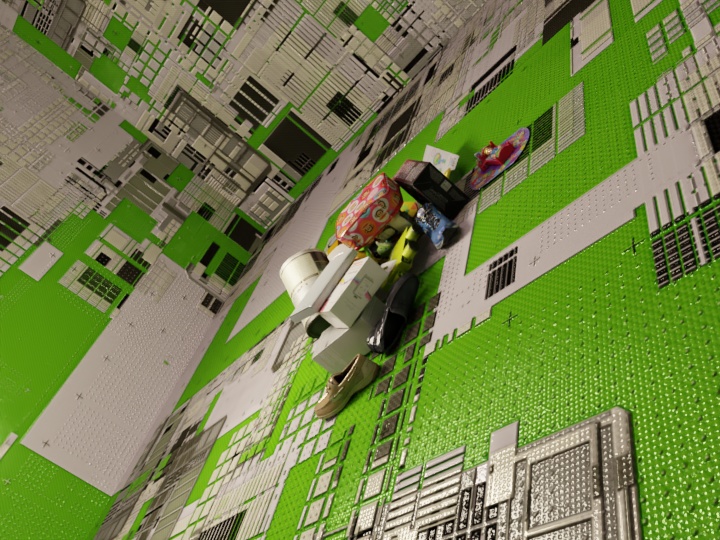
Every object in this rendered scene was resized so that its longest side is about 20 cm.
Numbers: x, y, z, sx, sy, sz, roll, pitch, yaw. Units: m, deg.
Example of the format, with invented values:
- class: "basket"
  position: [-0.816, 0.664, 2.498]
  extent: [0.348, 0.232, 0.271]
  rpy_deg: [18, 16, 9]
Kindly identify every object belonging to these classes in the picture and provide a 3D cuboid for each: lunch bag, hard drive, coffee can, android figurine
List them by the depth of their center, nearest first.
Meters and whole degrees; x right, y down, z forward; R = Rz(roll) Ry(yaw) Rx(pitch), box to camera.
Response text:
- class: "hard drive"
  position: [-0.091, 0.037, 1.610]
  extent: [0.200, 0.026, 0.132]
  rpy_deg: [-55, 14, -31]
- class: "android figurine"
  position: [0.101, -0.023, 1.616]
  extent: [0.200, 0.041, 0.183]
  rpy_deg: [118, 169, -46]
- class: "lunch bag"
  position: [0.018, -0.160, 1.689]
  extent: [0.200, 0.082, 0.176]
  rpy_deg: [-43, 25, 20]
- class: "coffee can"
  position: [-0.118, 0.062, 1.754]
  extent: [0.146, 0.146, 0.200]
  rpy_deg: [-44, 57, 24]

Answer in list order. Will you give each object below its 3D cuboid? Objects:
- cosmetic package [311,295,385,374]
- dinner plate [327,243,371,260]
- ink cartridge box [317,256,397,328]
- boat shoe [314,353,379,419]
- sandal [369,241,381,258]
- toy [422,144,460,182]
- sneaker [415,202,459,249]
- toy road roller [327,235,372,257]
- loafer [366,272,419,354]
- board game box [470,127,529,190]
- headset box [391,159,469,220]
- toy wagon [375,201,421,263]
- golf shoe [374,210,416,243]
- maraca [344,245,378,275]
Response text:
- class: "cosmetic package"
  position: [-0.018, 0.157, 1.552]
  extent: [0.200, 0.090, 0.107]
  rpy_deg: [-45, 14, 33]
- class: "dinner plate"
  position: [-0.041, 0.014, 1.816]
  extent: [0.199, 0.024, 0.201]
  rpy_deg: [-8, 76, 35]
- class: "ink cartridge box"
  position: [-0.008, 0.038, 1.519]
  extent: [0.200, 0.067, 0.116]
  rpy_deg: [-53, 11, -16]
- class: "boat shoe"
  position: [-0.045, 0.257, 1.443]
  extent: [0.200, 0.064, 0.071]
  rpy_deg: [-45, 17, 22]
- class: "sandal"
  position: [0.085, -0.077, 1.862]
  extent: [0.200, 0.048, 0.075]
  rpy_deg: [-36, 18, 10]
- class: "toy"
  position: [0.234, -0.288, 1.862]
  extent: [0.200, 0.047, 0.116]
  rpy_deg: [-134, 58, -64]
- class: "sneaker"
  position: [0.177, -0.114, 1.589]
  extent: [0.079, 0.089, 0.200]
  rpy_deg: [-52, 16, 5]
- class: "toy road roller"
  position: [-0.013, -0.069, 1.957]
  extent: [0.146, 0.123, 0.200]
  rpy_deg: [-47, 16, 16]
- class: "loafer"
  position: [0.084, 0.097, 1.441]
  extent: [0.070, 0.068, 0.201]
  rpy_deg: [1, 59, 61]
- class: "board game box"
  position: [0.335, -0.291, 1.619]
  extent: [0.200, 0.039, 0.158]
  rpy_deg: [-38, 21, 41]
- class: "headset box"
  position: [0.177, -0.216, 1.689]
  extent: [0.075, 0.148, 0.200]
  rpy_deg: [-51, 19, 1]
- class: "toy wagon"
  position: [0.099, -0.108, 1.791]
  extent: [0.155, 0.040, 0.200]
  rpy_deg: [5, 56, 47]
- class: "golf shoe"
  position: [0.079, -0.111, 1.716]
  extent: [0.200, 0.077, 0.088]
  rpy_deg: [-4, 54, 61]
- class: "maraca"
  position: [0.000, 0.000, 1.701]
  extent: [0.137, 0.107, 0.201]
  rpy_deg: [123, 156, -43]
